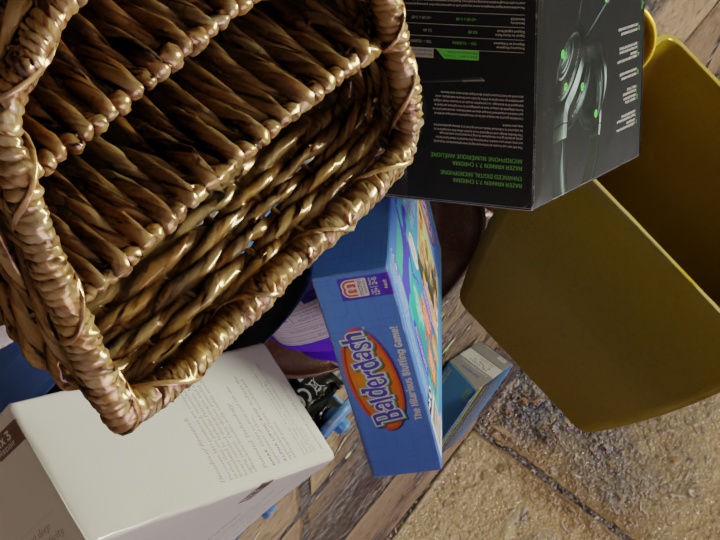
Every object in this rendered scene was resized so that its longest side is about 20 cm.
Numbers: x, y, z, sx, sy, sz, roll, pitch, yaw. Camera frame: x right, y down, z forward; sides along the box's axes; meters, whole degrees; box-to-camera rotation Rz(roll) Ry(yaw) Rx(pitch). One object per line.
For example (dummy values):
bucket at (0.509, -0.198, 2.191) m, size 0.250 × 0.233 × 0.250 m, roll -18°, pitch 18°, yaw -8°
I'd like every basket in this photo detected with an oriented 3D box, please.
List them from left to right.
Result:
basket at (-0.067, -0.074, 0.574) m, size 0.200 × 0.149 × 0.143 m, roll -43°, pitch 165°, yaw -36°

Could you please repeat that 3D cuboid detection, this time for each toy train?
toy train at (-0.085, 0.147, 1.297) m, size 0.200 × 0.087 × 0.114 m, roll -46°, pitch 175°, yaw -40°

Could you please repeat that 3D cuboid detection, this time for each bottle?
bottle at (-0.029, 0.013, 1.058) m, size 0.083 × 0.065 × 0.200 m, roll -21°, pitch 157°, yaw 7°

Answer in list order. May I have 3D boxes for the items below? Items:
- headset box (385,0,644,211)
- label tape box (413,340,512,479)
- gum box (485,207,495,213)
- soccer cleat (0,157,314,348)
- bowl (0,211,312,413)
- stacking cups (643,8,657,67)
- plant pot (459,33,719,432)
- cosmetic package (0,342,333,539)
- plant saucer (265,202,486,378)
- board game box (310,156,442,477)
headset box at (0.088, -0.135, 0.888) m, size 0.174 × 0.092 × 0.201 m, roll -27°, pitch 120°, yaw -58°
label tape box at (0.119, 0.186, 2.213) m, size 0.144 × 0.063 × 0.200 m, roll -57°, pitch 167°, yaw 20°
gum box at (0.088, -0.114, 1.127) m, size 0.066 × 0.113 × 0.200 m, roll -50°, pitch 168°, yaw -15°
soccer cleat at (-0.100, -0.013, 0.709) m, size 0.200 × 0.085 × 0.069 m, roll -40°, pitch 171°, yaw 9°
bowl at (-0.110, 0.034, 0.847) m, size 0.200 × 0.039 × 0.201 m, roll -34°, pitch 165°, yaw -10°
stacking cups at (0.143, -0.197, 1.054) m, size 0.200 × 0.060 × 0.061 m, roll -96°, pitch -151°, yaw -52°
plant pot at (0.188, -0.007, 1.112) m, size 0.200 × 0.200 × 0.176 m, roll -39°, pitch 174°, yaw -48°
cosmetic package at (-0.119, 0.110, 0.819) m, size 0.113 × 0.081 × 0.200 m, roll -43°, pitch 165°, yaw 31°
plant saucer at (0.000, 0.000, 1.186) m, size 0.200 × 0.037 × 0.201 m, roll -28°, pitch 151°, yaw -17°
board game box at (0.014, -0.004, 0.948) m, size 0.200 × 0.045 × 0.152 m, roll -86°, pitch 164°, yaw -51°
